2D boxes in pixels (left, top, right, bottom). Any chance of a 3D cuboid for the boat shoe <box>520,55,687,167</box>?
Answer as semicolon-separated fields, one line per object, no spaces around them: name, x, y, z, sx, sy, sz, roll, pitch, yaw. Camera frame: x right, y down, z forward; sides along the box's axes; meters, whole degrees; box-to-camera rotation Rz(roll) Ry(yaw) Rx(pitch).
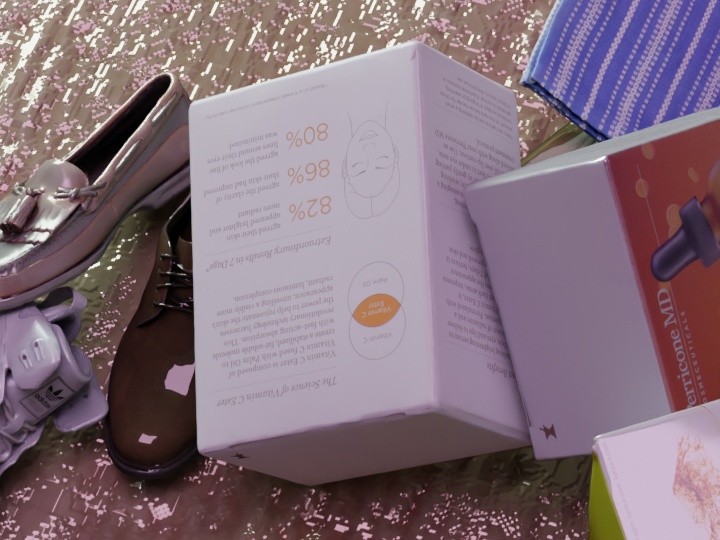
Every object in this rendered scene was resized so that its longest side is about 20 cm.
boat shoe;0.143;-0.061;1.602;0.201;0.072;0.066;-36;92;-29

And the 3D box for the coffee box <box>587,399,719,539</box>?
coffee box;0.231;0.178;1.361;0.197;0.200;0.200;-16;66;-4

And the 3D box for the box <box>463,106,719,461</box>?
box;0.174;-0.001;1.455;0.200;0.106;0.153;-19;95;-42

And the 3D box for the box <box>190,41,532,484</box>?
box;0.000;0.000;1.486;0.152;0.106;0.201;-12;71;31

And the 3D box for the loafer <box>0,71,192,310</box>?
loafer;-0.163;-0.048;1.580;0.072;0.063;0.200;10;34;35

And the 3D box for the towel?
towel;0.197;-0.107;1.587;0.200;0.024;0.145;35;62;-15

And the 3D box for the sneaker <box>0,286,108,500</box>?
sneaker;-0.207;0.093;1.519;0.115;0.075;0.200;-11;54;19

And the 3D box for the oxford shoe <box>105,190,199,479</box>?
oxford shoe;-0.101;0.021;1.561;0.072;0.084;0.200;11;63;9
